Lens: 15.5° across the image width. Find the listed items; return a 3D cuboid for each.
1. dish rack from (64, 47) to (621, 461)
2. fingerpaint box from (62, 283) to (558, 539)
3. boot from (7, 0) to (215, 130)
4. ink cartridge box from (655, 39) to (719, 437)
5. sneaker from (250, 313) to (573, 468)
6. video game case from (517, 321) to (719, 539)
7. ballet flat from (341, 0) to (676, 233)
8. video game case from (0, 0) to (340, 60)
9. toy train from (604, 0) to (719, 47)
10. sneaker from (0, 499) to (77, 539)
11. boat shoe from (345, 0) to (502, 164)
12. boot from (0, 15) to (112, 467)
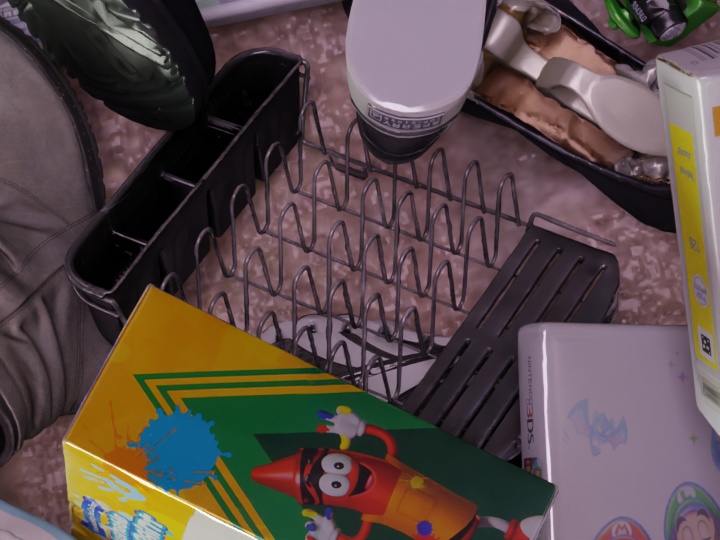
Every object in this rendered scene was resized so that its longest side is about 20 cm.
[{"bbox_3d":[0.000,0.000,1.076,0.200,0.055,0.153,22,55,22],"label":"dish rack"},{"bbox_3d":[-0.025,0.100,1.014,0.167,0.200,0.073,26,70,5],"label":"fingerpaint box"},{"bbox_3d":[-0.090,-0.181,1.080,0.200,0.076,0.168,51,59,-26],"label":"boot"},{"bbox_3d":[0.218,-0.007,1.005,0.197,0.047,0.200,-15,115,-15],"label":"ink cartridge box"},{"bbox_3d":[0.017,0.067,1.090,0.200,0.067,0.091,-2,41,3],"label":"sneaker"},{"bbox_3d":[0.151,0.113,1.057,0.200,0.024,0.182,2,83,-31],"label":"video game case"},{"bbox_3d":[0.078,-0.086,1.117,0.200,0.073,0.073,34,88,8],"label":"ballet flat"},{"bbox_3d":[-0.083,-0.194,1.145,0.200,0.023,0.183,-10,83,16],"label":"video game case"},{"bbox_3d":[0.089,-0.181,1.122,0.042,0.056,0.200,-35,74,23],"label":"toy train"},{"bbox_3d":[-0.203,0.133,1.047,0.130,0.200,0.080,-21,109,-37],"label":"sneaker"},{"bbox_3d":[0.035,-0.138,1.074,0.072,0.068,0.200,10,69,0],"label":"boat shoe"},{"bbox_3d":[-0.161,-0.020,1.091,0.068,0.131,0.200,-34,82,30],"label":"boot"}]
